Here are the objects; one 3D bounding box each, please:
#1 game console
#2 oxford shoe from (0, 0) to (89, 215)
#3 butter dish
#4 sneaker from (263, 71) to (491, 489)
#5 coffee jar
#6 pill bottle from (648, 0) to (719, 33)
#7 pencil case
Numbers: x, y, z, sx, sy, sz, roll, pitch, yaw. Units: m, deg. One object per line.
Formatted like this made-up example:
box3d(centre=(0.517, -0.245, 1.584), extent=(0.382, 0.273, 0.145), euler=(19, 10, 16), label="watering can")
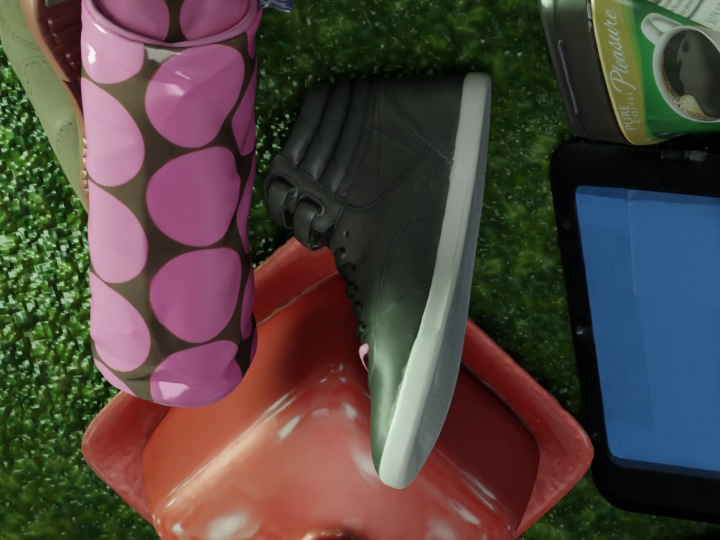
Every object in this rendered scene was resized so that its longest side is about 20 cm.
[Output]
box3d(centre=(0.163, 0.054, 1.387), extent=(0.116, 0.176, 0.201), euler=(-10, 114, 2), label="game console")
box3d(centre=(-0.122, -0.087, 1.395), extent=(0.070, 0.075, 0.201), euler=(-33, 134, -22), label="oxford shoe")
box3d(centre=(-0.012, 0.114, 1.443), extent=(0.200, 0.148, 0.199), euler=(-41, 111, 21), label="butter dish")
box3d(centre=(0.000, 0.000, 1.384), extent=(0.098, 0.201, 0.071), euler=(7, 163, 8), label="sneaker")
box3d(centre=(0.177, -0.109, 1.319), extent=(0.199, 0.085, 0.105), euler=(2, 128, 26), label="coffee jar")
box3d(centre=(0.091, -0.183, 1.212), extent=(0.199, 0.114, 0.114), euler=(24, 117, -1), label="pill bottle")
box3d(centre=(-0.080, -0.042, 1.347), extent=(0.090, 0.094, 0.201), euler=(6, 123, 2), label="pencil case")
